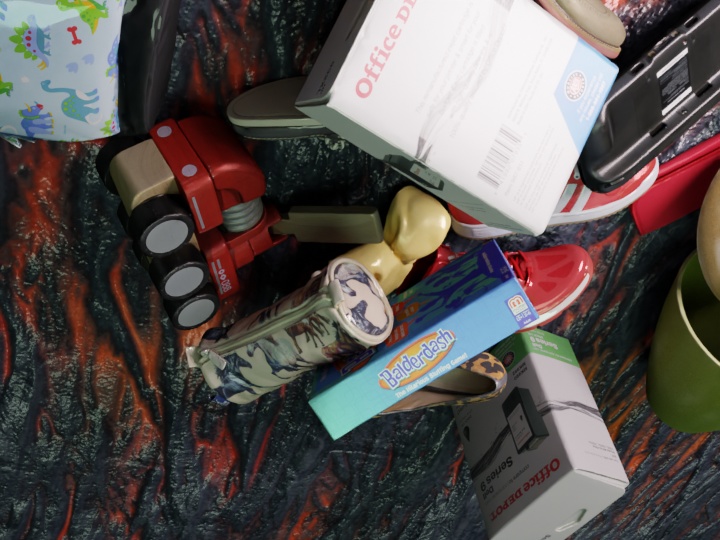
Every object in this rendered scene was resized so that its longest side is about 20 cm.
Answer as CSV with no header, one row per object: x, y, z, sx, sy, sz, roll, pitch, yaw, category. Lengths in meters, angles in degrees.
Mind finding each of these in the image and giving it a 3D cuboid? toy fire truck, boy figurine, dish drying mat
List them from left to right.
-0.095,-0.051,0.719,0.199,0.129,0.177,-28,150,-15,toy fire truck
0.000,0.000,0.806,0.200,0.065,0.124,-44,157,24,boy figurine
0.360,-0.104,0.833,0.199,0.018,0.077,-29,133,14,dish drying mat

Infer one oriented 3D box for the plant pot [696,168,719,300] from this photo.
0.422,-0.043,0.812,0.198,0.028,0.202,-3,107,-10,plant pot

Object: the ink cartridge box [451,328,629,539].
0.191,0.185,0.935,0.083,0.201,0.146,20,125,-27,ink cartridge box

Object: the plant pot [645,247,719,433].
0.401,0.097,0.939,0.185,0.189,0.201,-3,147,-10,plant pot

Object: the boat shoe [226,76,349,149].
-0.010,-0.121,0.696,0.198,0.073,0.063,-8,131,-12,boat shoe

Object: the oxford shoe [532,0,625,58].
0.150,-0.235,0.631,0.199,0.071,0.075,29,114,-35,oxford shoe

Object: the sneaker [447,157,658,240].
0.171,-0.099,0.758,0.198,0.072,0.113,-16,137,5,sneaker

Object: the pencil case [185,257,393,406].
-0.062,0.057,0.741,0.199,0.079,0.089,-28,163,36,pencil case

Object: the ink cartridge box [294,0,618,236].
0.073,-0.138,0.632,0.199,0.084,0.146,28,87,-23,ink cartridge box

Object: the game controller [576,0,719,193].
0.258,-0.153,0.707,0.200,0.042,0.105,-40,130,-6,game controller

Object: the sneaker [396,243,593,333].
0.129,0.008,0.844,0.199,0.079,0.116,-28,134,11,sneaker

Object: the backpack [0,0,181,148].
-0.233,-0.167,0.570,0.198,0.155,0.164,16,135,-10,backpack

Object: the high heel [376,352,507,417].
0.050,0.122,0.885,0.198,0.142,0.072,-13,94,-13,high heel

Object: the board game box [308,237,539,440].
0.052,0.055,0.748,0.199,0.152,0.045,-33,101,9,board game box
